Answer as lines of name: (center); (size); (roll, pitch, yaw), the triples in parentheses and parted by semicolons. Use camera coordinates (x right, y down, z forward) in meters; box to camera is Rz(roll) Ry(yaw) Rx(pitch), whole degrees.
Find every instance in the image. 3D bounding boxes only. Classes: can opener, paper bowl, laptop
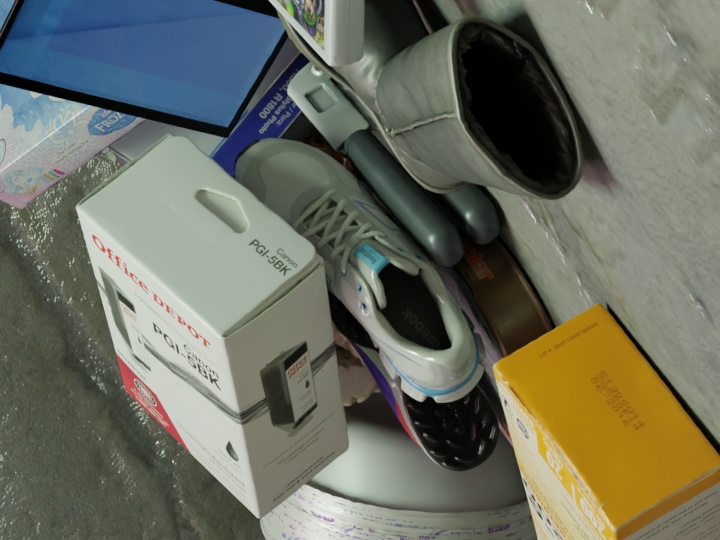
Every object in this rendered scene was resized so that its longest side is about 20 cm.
can opener: (0.013, -0.085, 1.401); (0.200, 0.053, 0.067); (51, 168, 43)
paper bowl: (0.032, 0.146, 1.628); (0.201, 0.199, 0.105); (-139, 52, -65)
laptop: (-0.107, -0.134, 1.378); (0.200, 0.176, 0.104); (23, 100, 62)

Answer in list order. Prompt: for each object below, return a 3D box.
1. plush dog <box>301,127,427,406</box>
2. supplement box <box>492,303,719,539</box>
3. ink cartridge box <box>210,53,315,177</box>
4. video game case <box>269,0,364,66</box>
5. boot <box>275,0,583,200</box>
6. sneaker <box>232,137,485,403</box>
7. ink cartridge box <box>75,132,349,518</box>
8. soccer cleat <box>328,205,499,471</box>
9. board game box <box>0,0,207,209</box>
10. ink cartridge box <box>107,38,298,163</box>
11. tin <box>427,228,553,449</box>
plush dog: (0.000, 0.000, 1.594); (0.172, 0.159, 0.201); (-108, 23, -58)
supplement box: (0.145, 0.130, 1.277); (0.126, 0.073, 0.200); (54, 170, 36)
ink cartridge box: (-0.090, -0.059, 1.604); (0.043, 0.197, 0.200); (39, 169, 5)
video game case: (-0.045, -0.228, 1.176); (0.200, 0.023, 0.183); (-130, 34, -48)
boot: (0.029, -0.108, 1.178); (0.182, 0.073, 0.200); (48, 179, -6)
sneaker: (0.002, -0.011, 1.375); (0.200, 0.075, 0.087); (44, 171, 10)
ink cartridge box: (-0.089, 0.036, 1.428); (0.147, 0.083, 0.201); (40, 155, 30)
soccer cleat: (0.021, 0.037, 1.483); (0.201, 0.068, 0.073); (60, 171, -15)
board game box: (-0.182, -0.172, 1.573); (0.043, 0.199, 0.201); (25, -132, -36)
ink cartridge box: (-0.145, -0.171, 1.640); (0.084, 0.145, 0.200); (32, -168, -38)
tin: (0.091, 0.051, 1.459); (0.112, 0.042, 0.201); (58, 172, 40)
